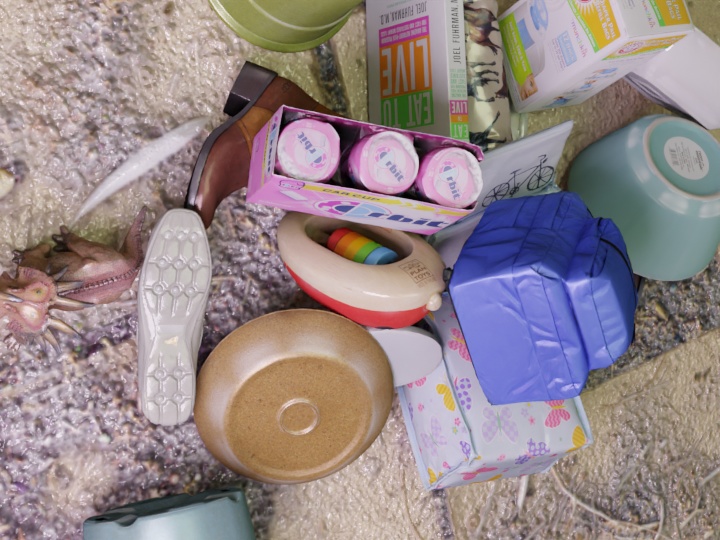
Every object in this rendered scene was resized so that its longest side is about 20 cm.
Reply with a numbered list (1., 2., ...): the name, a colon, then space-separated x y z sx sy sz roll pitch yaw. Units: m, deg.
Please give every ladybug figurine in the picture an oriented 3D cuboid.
1. ladybug figurine: 0.000 0.000 1.182 0.135 0.199 0.073 -21 129 -39

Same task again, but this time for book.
1. book: 0.061 -0.215 1.241 0.048 0.133 0.202 -4 92 -33

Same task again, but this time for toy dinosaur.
1. toy dinosaur: -0.247 0.010 1.047 0.199 0.135 0.087 -28 104 -29

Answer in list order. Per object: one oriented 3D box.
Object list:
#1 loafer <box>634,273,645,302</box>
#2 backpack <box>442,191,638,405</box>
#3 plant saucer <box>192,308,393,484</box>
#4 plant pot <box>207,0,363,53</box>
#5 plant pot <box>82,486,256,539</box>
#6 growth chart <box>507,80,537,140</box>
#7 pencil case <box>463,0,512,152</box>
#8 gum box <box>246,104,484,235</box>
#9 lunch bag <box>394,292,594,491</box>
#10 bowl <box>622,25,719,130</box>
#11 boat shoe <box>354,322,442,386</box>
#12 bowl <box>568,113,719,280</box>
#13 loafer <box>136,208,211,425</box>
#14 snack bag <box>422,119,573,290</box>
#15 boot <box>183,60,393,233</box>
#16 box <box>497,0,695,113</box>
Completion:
1. loafer: 0.306 -0.014 1.440 0.063 0.072 0.202 24 70 -11
2. backpack: 0.188 0.019 1.192 0.200 0.166 0.164 -63 142 -58
3. plant saucer: -0.061 0.133 1.161 0.198 0.036 0.202 -5 117 -9
4. plant pot: -0.034 -0.322 1.150 0.198 0.189 0.202 -1 91 -31
5. plant pot: -0.159 0.306 1.078 0.199 0.200 0.198 -8 86 -31
6. growth chart: 0.130 -0.146 1.352 0.144 0.018 0.202 26 77 -29
7. pencil case: 0.115 -0.194 1.290 0.089 0.077 0.202 -8 93 -41
8. gum box: 0.006 -0.087 1.102 0.198 0.113 0.067 9 79 -16
9. lunch bag: 0.129 0.118 1.287 0.168 0.127 0.202 -3 65 -32
10. bowl: 0.355 -0.240 1.401 0.199 0.200 0.075 29 101 -33
11. boat shoe: -0.020 0.074 1.201 0.198 0.066 0.073 -5 124 -7
12. bowl: 0.350 -0.100 1.386 0.199 0.105 0.202 9 57 -15
13. loafer: -0.178 0.041 1.121 0.069 0.070 0.202 6 96 -18
14. snack bag: 0.142 -0.064 1.283 0.187 0.021 0.201 -22 145 -30
15. boot: -0.059 -0.085 1.174 0.199 0.069 0.189 26 63 -6
16. box: 0.246 -0.263 1.305 0.101 0.200 0.114 -12 81 -31
